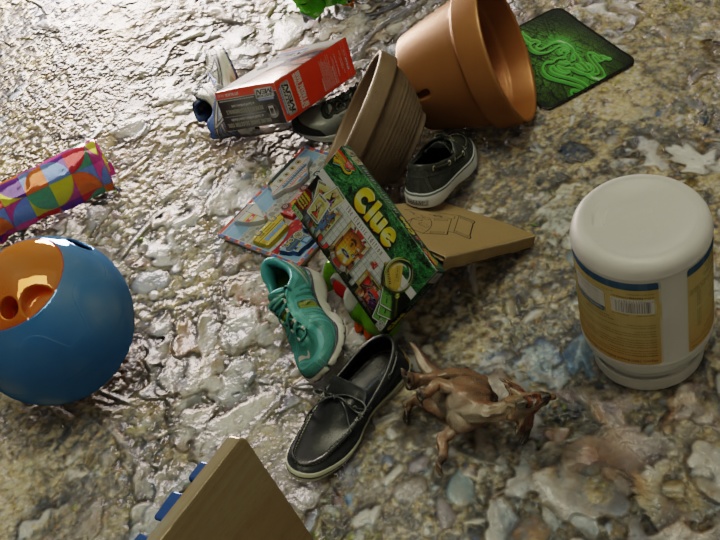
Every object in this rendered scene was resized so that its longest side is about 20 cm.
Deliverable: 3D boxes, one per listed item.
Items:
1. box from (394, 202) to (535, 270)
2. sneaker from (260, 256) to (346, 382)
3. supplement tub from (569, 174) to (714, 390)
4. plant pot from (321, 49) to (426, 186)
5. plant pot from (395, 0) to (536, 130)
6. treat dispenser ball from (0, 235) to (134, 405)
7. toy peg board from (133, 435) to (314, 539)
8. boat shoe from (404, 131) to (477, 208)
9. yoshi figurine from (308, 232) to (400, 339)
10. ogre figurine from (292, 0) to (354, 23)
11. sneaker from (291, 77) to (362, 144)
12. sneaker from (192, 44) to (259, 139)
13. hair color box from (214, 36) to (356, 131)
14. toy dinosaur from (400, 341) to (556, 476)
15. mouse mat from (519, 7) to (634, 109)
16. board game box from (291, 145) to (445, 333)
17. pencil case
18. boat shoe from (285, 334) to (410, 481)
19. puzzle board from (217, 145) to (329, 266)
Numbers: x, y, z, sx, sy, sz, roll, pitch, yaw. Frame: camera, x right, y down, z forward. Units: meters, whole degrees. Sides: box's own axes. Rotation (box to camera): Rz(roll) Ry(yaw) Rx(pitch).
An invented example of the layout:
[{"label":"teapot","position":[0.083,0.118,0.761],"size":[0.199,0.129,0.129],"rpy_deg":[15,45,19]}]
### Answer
[{"label":"box","position":[0.092,-0.048,1.466],"size":[0.163,0.021,0.199],"rpy_deg":[24,22,34]},{"label":"sneaker","position":[-0.076,0.056,1.438],"size":[0.078,0.079,0.200],"rpy_deg":[-47,36,16]},{"label":"supplement tub","position":[0.300,0.016,1.285],"size":[0.143,0.201,0.145],"rpy_deg":[-8,44,8]},{"label":"plant pot","position":[0.024,-0.176,1.587],"size":[0.092,0.201,0.202],"rpy_deg":[24,48,-8]},{"label":"plant pot","position":[0.138,-0.278,1.654],"size":[0.139,0.201,0.201],"rpy_deg":[-16,41,25]},{"label":"treat dispenser ball","position":[-0.371,0.059,1.450],"size":[0.199,0.202,0.202],"rpy_deg":[-9,44,9]},{"label":"toy peg board","position":[-0.156,0.292,1.166],"size":[0.097,0.200,0.200],"rpy_deg":[4,45,43]},{"label":"boat shoe","position":[0.106,-0.144,1.576],"size":[0.068,0.057,0.200],"rpy_deg":[5,28,18]},{"label":"yoshi figurine","position":[0.012,-0.009,1.473],"size":[0.111,0.113,0.201],"rpy_deg":[-18,46,-10]},{"label":"ogre figurine","position":[-0.052,-0.485,1.962],"size":[0.097,0.120,0.201],"rpy_deg":[12,52,22]},{"label":"sneaker","position":[-0.004,-0.239,1.728],"size":[0.198,0.080,0.074],"rpy_deg":[-14,45,6]},{"label":"sneaker","position":[-0.219,-0.268,1.829],"size":[0.085,0.077,0.201],"rpy_deg":[-23,43,-1]},{"label":"hair color box","position":[-0.105,-0.268,1.744],"size":[0.110,0.064,0.200],"rpy_deg":[-4,26,33]},{"label":"toy dinosaur","position":[0.121,0.137,1.311],"size":[0.134,0.087,0.200],"rpy_deg":[-15,26,-13]},{"label":"mouse mat","position":[0.278,-0.311,1.765],"size":[0.160,0.008,0.200],"rpy_deg":[-29,45,-12]},{"label":"board game box","position":[0.005,-0.037,1.394],"size":[0.105,0.023,0.200],"rpy_deg":[-47,63,21]},{"label":"pencil case","position":[-0.446,-0.114,1.741],"size":[0.199,0.089,0.089],"rpy_deg":[-25,44,-11]},{"label":"boat shoe","position":[-0.017,0.148,1.352],"size":[0.074,0.063,0.200],"rpy_deg":[24,58,33]},{"label":"puzzle board","position":[-0.080,-0.092,1.648],"size":[0.150,0.017,0.200],"rpy_deg":[21,55,33]}]
